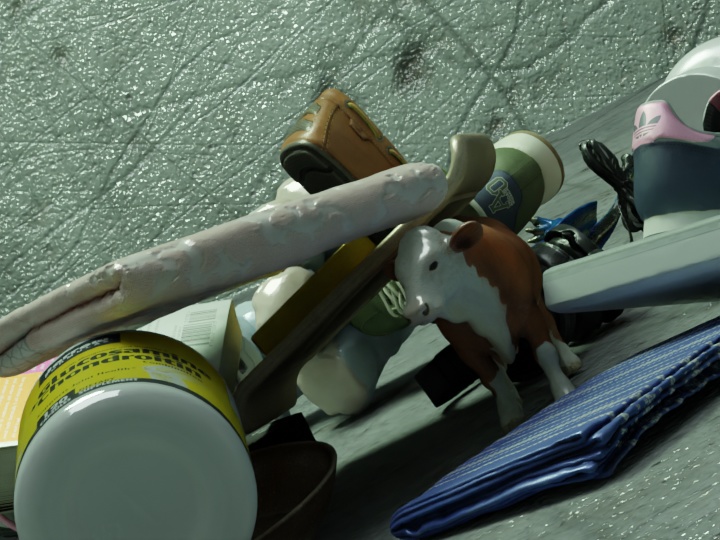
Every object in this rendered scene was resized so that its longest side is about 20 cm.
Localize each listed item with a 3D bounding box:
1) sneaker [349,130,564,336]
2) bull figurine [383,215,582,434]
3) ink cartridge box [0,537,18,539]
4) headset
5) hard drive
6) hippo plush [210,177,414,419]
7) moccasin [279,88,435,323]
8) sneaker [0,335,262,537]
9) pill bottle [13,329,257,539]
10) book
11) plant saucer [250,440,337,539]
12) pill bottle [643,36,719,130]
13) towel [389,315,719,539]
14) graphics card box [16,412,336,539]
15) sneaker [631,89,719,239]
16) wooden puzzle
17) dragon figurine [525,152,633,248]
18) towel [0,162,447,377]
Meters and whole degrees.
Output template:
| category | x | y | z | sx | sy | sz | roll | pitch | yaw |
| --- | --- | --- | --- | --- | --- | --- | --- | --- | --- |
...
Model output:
| category | x | y | z | sx | sy | sz | roll | pitch | yaw |
| --- | --- | --- | --- | --- | --- | --- | --- | --- | --- |
| sneaker | 0.038 | -0.011 | 1.792 | 0.200 | 0.067 | 0.090 | -40 | 0 | 39 |
| bull figurine | 0.068 | 0.020 | 1.519 | 0.065 | 0.122 | 0.200 | -27 | 4 | 12 |
| ink cartridge box | -0.157 | 0.140 | 1.848 | 0.197 | 0.047 | 0.200 | -29 | -22 | -8 |
| headset | 0.101 | 0.006 | 1.676 | 0.200 | 0.094 | 0.123 | -39 | -4 | 42 |
| hard drive | 0.197 | -0.009 | 1.428 | 0.131 | 0.026 | 0.200 | -4 | -7 | -28 |
| hippo plush | -0.052 | 0.025 | 1.959 | 0.160 | 0.160 | 0.200 | -23 | 6 | 36 |
| moccasin | 0.032 | -0.036 | 1.900 | 0.074 | 0.201 | 0.078 | -29 | 21 | 55 |
| sneaker | -0.145 | 0.096 | 1.665 | 0.199 | 0.079 | 0.095 | -28 | -7 | -30 |
| pill bottle | -0.110 | 0.091 | 1.376 | 0.111 | 0.113 | 0.200 | -27 | 11 | -1 |
| book | -0.169 | 0.074 | 1.567 | 0.198 | 0.048 | 0.134 | -9 | 30 | 9 |
| plant saucer | -0.095 | 0.150 | 1.455 | 0.199 | 0.037 | 0.200 | -25 | 12 | 5 |
| pill bottle | 0.241 | -0.088 | 1.673 | 0.112 | 0.113 | 0.200 | -24 | -2 | 34 |
| towel | 0.116 | 0.069 | 1.359 | 0.144 | 0.024 | 0.200 | -27 | 2 | 44 |
| graphics card box | -0.121 | 0.147 | 1.662 | 0.125 | 0.051 | 0.199 | -30 | 6 | -39 |
| sneaker | 0.224 | -0.060 | 1.533 | 0.199 | 0.083 | 0.070 | -7 | -6 | -42 |
| wooden puzzle | 0.000 | 0.000 | 1.618 | 0.200 | 0.037 | 0.185 | -50 | -4 | 7 |
| dragon figurine | 0.134 | -0.007 | 1.843 | 0.199 | 0.059 | 0.099 | -34 | 9 | -22 |
| towel | -0.079 | 0.000 | 1.478 | 0.199 | 0.032 | 0.191 | -21 | -1 | -33 |
